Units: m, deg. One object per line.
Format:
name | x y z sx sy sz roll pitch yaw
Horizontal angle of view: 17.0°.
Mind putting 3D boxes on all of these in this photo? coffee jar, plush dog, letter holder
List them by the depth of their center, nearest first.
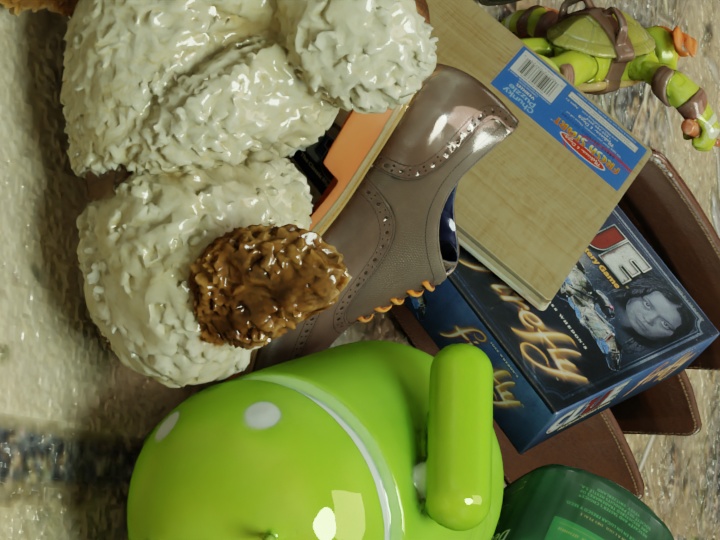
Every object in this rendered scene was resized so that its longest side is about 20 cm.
plush dog | -0.068 -0.040 0.956 0.160 0.200 0.173 2 83 -19
coffee jar | 0.063 0.186 1.032 0.085 0.104 0.200 33 49 -8
letter holder | 0.124 0.032 1.285 0.200 0.142 0.101 56 44 -45

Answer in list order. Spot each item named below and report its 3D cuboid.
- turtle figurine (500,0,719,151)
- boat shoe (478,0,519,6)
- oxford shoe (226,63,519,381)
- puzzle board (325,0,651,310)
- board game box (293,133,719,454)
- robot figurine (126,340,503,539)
turtle figurine | 0.124 -0.108 1.276 0.161 0.200 0.065 -12 126 -37
boat shoe | 0.082 -0.196 1.231 0.200 0.072 0.068 131 -56 -75
oxford shoe | 0.000 0.000 1.059 0.200 0.073 0.071 -62 180 23
puzzle board | 0.035 -0.081 1.140 0.200 0.017 0.151 40 39 0
board game box | 0.064 -0.020 1.144 0.135 0.035 0.200 -21 68 -46
robot figurine | -0.016 0.094 0.992 0.200 0.175 0.116 -14 91 -59
